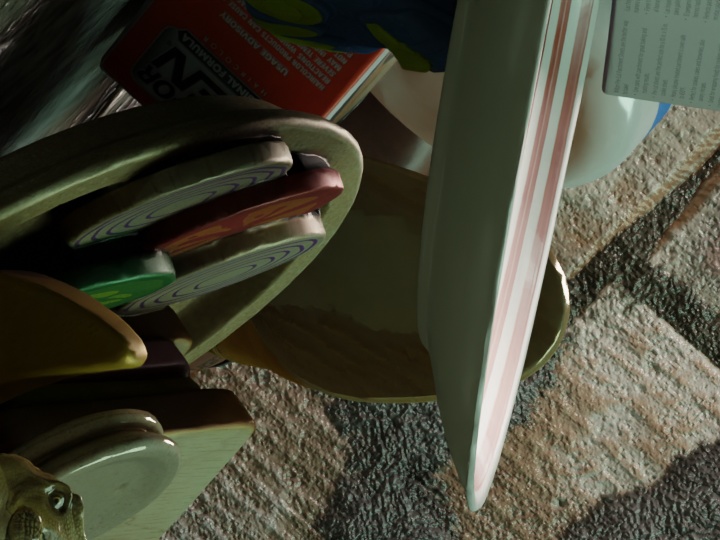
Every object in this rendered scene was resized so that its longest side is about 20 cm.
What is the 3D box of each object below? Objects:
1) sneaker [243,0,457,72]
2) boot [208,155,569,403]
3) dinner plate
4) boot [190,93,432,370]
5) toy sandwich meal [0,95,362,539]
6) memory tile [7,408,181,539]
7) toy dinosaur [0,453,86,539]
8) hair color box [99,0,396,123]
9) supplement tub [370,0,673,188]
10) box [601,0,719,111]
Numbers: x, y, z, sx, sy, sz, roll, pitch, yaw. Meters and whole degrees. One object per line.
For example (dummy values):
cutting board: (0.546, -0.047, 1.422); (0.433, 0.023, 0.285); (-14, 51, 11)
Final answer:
sneaker: (-0.002, -0.100, 0.638); (0.200, 0.071, 0.083); (49, 50, -81)
boot: (-0.001, 0.001, 0.898); (0.144, 0.201, 0.071); (4, 92, -60)
dinner plate: (0.036, -0.047, 0.637); (0.200, 0.024, 0.201); (10, 90, -83)
boot: (-0.061, -0.029, 1.028); (0.188, 0.069, 0.200); (-46, 162, 28)
toy sandwich meal: (-0.077, 0.034, 0.728); (0.205, 0.070, 0.205); (-28, 164, -9)
memory tile: (-0.146, 0.090, 0.652); (0.200, 0.017, 0.153); (-13, 154, -37)
toy dinosaur: (-0.111, 0.029, 0.546); (0.101, 0.058, 0.200); (-54, 151, -18)
hair color box: (0.023, -0.119, 0.782); (0.200, 0.061, 0.102); (-47, 180, 27)
supplement tub: (0.088, -0.134, 0.937); (0.200, 0.132, 0.132); (-46, 179, -28)
box: (0.087, -0.106, 0.707); (0.200, 0.041, 0.039); (86, 15, -63)
